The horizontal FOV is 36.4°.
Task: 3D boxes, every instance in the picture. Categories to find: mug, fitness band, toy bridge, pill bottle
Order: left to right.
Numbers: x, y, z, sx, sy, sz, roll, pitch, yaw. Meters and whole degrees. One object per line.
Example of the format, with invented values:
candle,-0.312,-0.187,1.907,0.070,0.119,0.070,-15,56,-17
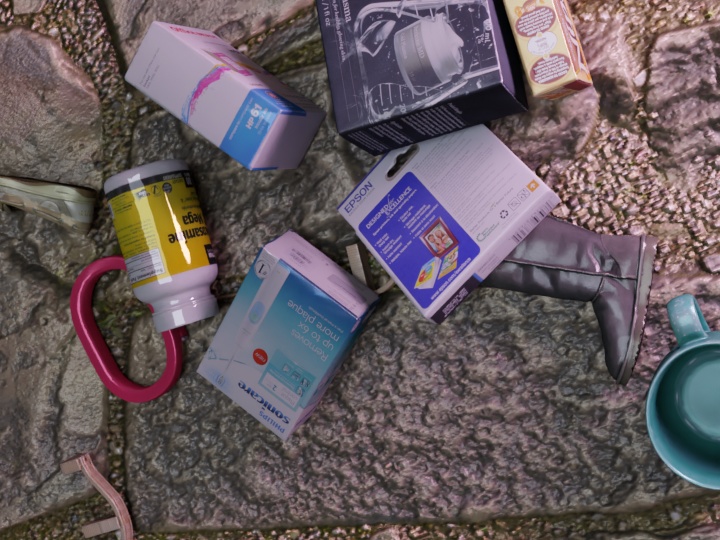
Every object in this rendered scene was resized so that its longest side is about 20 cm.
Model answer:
toy bridge,-0.349,0.349,1.503,0.066,0.027,0.203,-19,90,21
fitness band,-0.310,0.077,1.464,0.142,0.037,0.202,-30,84,24
pill bottle,-0.245,-0.030,1.384,0.111,0.112,0.203,-16,91,21
toy bridge,0.000,0.000,1.340,0.197,0.027,0.068,-15,91,23
mug,0.386,0.127,1.163,0.150,0.114,0.189,13,100,19

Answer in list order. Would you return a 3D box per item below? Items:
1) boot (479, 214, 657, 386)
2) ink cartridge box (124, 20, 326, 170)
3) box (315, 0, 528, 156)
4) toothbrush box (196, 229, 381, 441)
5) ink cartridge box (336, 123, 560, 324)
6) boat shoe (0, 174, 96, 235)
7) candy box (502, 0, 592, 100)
boot,0.225,0.024,1.236,0.196,0.073,0.185,8,85,13
ink cartridge box,-0.161,-0.209,1.314,0.199,0.144,0.085,35,106,13
box,0.066,-0.258,1.218,0.193,0.124,0.204,-14,79,19
toothbrush box,-0.089,0.079,1.335,0.146,0.085,0.201,36,117,9
ink cartridge box,0.095,-0.075,1.257,0.198,0.047,0.201,-46,52,10
boat shoe,-0.451,-0.093,1.478,0.197,0.073,0.064,9,95,12
candy box,0.191,-0.291,1.188,0.055,0.115,0.203,-17,90,22
